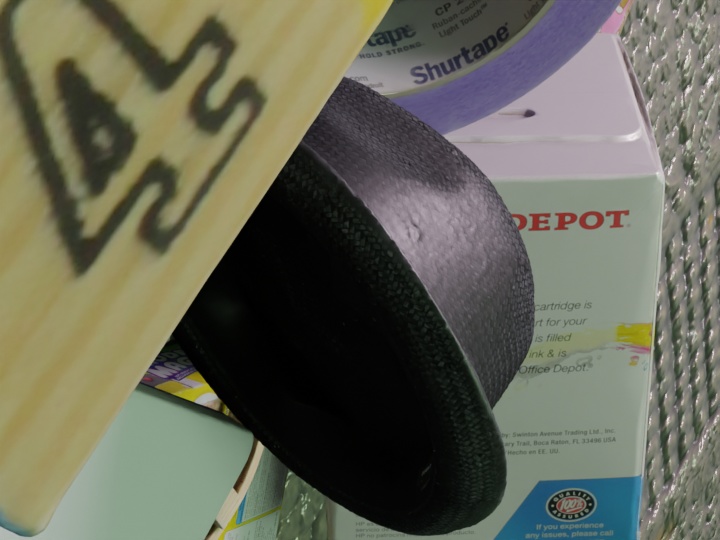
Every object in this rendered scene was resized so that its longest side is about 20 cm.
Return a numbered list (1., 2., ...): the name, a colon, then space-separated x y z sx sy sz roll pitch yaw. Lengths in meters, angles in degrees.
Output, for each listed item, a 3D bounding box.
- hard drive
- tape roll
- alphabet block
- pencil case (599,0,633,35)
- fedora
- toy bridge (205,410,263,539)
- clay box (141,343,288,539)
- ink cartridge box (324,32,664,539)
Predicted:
1. hard drive: -0.128 0.092 0.772 0.200 0.025 0.133 28 92 -57
2. tape roll: 0.008 -0.143 0.834 0.198 0.085 0.201 -15 145 -10
3. alphabet block: -0.141 -0.076 0.609 0.201 0.194 0.196 -57 150 -9
4. pencil case: 0.108 -0.146 1.105 0.201 0.082 0.086 -64 149 -8
5. fedora: 0.000 0.000 0.827 0.091 0.200 0.202 -40 140 -30
6. toy bridge: -0.072 0.084 0.911 0.201 0.027 0.067 -57 147 -21
7. clay box: -0.105 0.099 0.942 0.199 0.047 0.116 -12 117 -54
8. ink cartridge box: 0.053 0.009 0.998 0.145 0.146 0.202 -95 -175 -59
